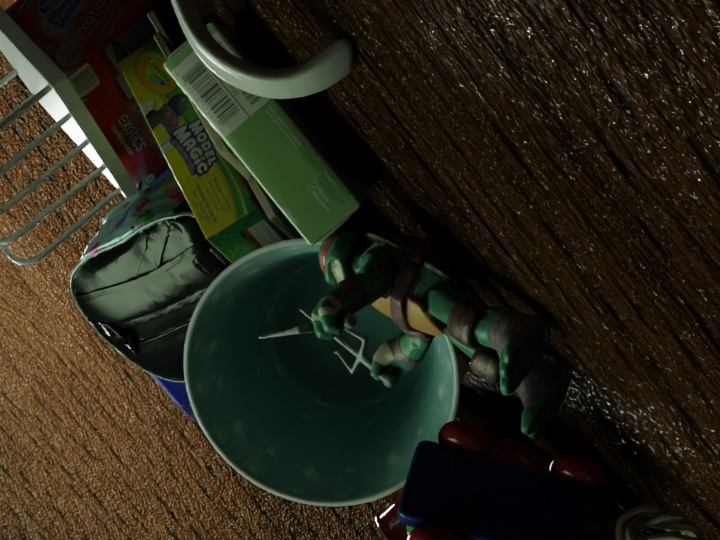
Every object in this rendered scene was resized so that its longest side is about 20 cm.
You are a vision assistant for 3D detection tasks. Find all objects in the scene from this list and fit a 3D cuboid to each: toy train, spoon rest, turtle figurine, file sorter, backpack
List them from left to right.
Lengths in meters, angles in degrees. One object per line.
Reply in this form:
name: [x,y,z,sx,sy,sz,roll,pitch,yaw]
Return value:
file sorter: [-0.288,-0.111,1.152,0.139,0.124,0.200,46,171,20]
spoon rest: [-0.090,-0.163,0.757,0.200,0.061,0.099,47,172,9]
backpack: [-0.145,0.001,1.270,0.178,0.199,0.151,47,-145,-24]
turtle figurine: [0.027,0.026,0.880,0.199,0.101,0.150,24,178,32]
toy train: [0.123,0.169,0.888,0.198,0.085,0.116,15,154,9]

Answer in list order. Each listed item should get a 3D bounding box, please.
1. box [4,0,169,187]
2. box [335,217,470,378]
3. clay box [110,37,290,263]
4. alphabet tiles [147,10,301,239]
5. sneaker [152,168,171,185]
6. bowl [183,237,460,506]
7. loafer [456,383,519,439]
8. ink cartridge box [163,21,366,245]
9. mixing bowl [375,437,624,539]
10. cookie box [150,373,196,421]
box: [-0.207,-0.169,1.241,0.095,0.100,0.200,45,171,25]
box: [0.000,0.000,1.187,0.200,0.021,0.163,51,172,-14]
clay box: [-0.120,-0.093,1.121,0.201,0.047,0.115,62,-175,25]
alphabet tiles: [-0.096,-0.100,1.067,0.168,0.008,0.200,60,-176,15]
sneaker: [-0.154,-0.081,1.357,0.200,0.105,0.076,47,173,16]
bowl: [-0.020,0.059,1.070,0.201,0.200,0.105,50,-161,-8]
loafer: [0.081,0.137,1.164,0.075,0.070,0.200,46,-179,21]
ink cartridge box: [-0.058,-0.093,0.977,0.146,0.048,0.200,50,-173,-5]
mixing bowl: [0.120,0.189,1.028,0.199,0.109,0.200,35,-177,-2]
cookie box: [-0.148,0.018,1.446,0.171,0.200,0.075,46,172,19]
